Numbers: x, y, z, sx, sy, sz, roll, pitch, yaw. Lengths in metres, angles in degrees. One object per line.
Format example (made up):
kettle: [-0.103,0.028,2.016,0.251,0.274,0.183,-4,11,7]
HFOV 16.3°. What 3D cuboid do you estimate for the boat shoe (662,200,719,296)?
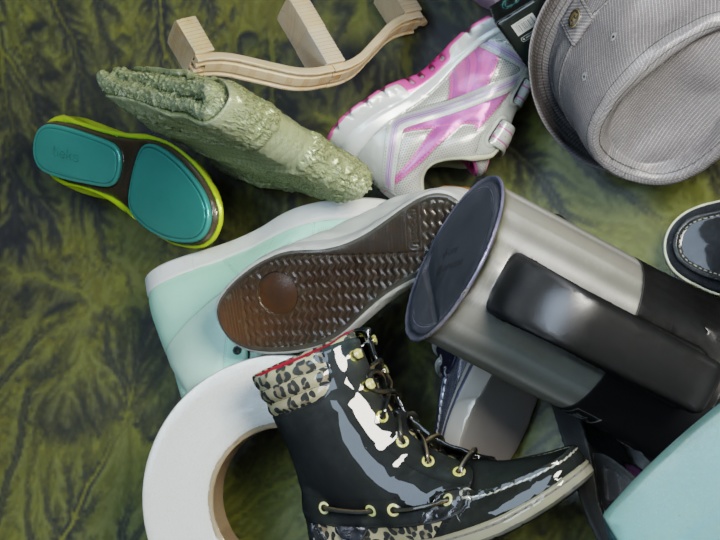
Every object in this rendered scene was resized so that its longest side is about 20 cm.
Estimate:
boat shoe: [0.291,-0.013,1.636,0.200,0.062,0.075,9,82,26]

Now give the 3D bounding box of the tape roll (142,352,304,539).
tape roll: [-0.048,0.156,1.712,0.203,0.037,0.203,0,92,8]

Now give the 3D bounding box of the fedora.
fedora: [0.205,-0.132,1.632,0.200,0.177,0.090,-47,26,22]

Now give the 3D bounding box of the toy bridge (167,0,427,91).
toy bridge: [-0.034,-0.160,1.755,0.067,0.200,0.027,60,144,23]

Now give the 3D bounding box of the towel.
towel: [-0.089,-0.093,1.730,0.200,0.148,0.037,13,76,58]

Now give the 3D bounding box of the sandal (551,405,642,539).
sandal: [0.176,0.148,1.633,0.048,0.075,0.201,-29,67,22]

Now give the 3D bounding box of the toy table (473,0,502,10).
toy table: [0.084,-0.264,1.731,0.117,0.184,0.200,-46,31,0]

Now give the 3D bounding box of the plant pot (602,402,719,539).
plant pot: [0.256,0.144,1.536,0.200,0.141,0.141,-29,72,-1]

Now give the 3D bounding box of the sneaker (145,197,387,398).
sneaker: [-0.049,0.028,1.761,0.200,0.074,0.118,-22,69,20]

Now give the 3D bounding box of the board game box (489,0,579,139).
board game box: [0.205,-0.176,1.678,0.200,0.135,0.028,-30,34,13]

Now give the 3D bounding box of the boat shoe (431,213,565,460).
boat shoe: [0.074,0.050,1.713,0.093,0.075,0.200,16,81,38]

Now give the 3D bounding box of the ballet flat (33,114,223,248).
ballet flat: [-0.153,-0.069,1.821,0.200,0.067,0.067,24,106,38]

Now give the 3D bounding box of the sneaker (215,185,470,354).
sneaker: [0.000,0.000,1.695,0.200,0.085,0.073,-22,93,20]

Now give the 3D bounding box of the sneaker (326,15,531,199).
sneaker: [0.078,-0.115,1.743,0.200,0.081,0.088,-35,90,-1]

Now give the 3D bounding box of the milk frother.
milk frother: [0.163,-0.009,1.573,0.188,0.180,0.200,27,73,-16]

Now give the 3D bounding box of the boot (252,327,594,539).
boot: [0.035,0.107,1.625,0.204,0.073,0.154,-21,92,25]
